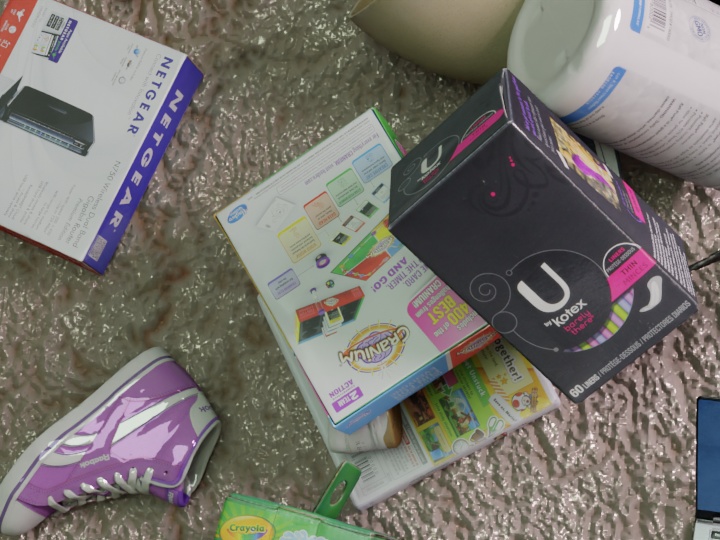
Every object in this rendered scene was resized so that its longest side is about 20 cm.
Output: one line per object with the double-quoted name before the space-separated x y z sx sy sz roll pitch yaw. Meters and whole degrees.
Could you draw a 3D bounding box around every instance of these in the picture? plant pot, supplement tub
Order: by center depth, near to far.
"supplement tub" 0.223 -0.148 1.490 0.132 0.200 0.132 -39 40 43
"plant pot" 0.107 -0.224 1.579 0.200 0.200 0.134 -44 100 0

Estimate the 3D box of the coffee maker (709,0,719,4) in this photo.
"coffee maker" 0.355 -0.261 1.506 0.200 0.192 0.135 13 51 15

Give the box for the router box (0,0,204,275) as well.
"router box" -0.258 -0.122 1.703 0.179 0.049 0.200 23 82 19

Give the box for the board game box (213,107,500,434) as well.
"board game box" 0.000 0.000 1.507 0.153 0.040 0.200 -33 70 8

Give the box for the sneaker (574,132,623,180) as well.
"sneaker" 0.132 -0.045 1.551 0.146 0.077 0.203 -8 73 -4

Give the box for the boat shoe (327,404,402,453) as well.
"boat shoe" -0.018 0.046 1.559 0.069 0.071 0.200 -12 73 9

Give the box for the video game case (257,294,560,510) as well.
"video game case" 0.036 0.063 1.590 0.182 0.023 0.200 -28 69 6

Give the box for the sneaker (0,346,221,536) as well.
"sneaker" -0.201 0.166 1.599 0.200 0.073 0.114 -43 72 0

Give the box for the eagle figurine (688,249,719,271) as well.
"eagle figurine" 0.355 -0.028 1.479 0.152 0.151 0.200 38 75 2

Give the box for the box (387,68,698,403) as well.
"box" 0.130 -0.024 1.419 0.200 0.106 0.122 42 111 -17

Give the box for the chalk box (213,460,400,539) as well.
"chalk box" -0.046 0.240 1.504 0.124 0.125 0.200 13 80 17

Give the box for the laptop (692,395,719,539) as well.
"laptop" 0.325 0.209 1.424 0.187 0.116 0.200 6 77 17
